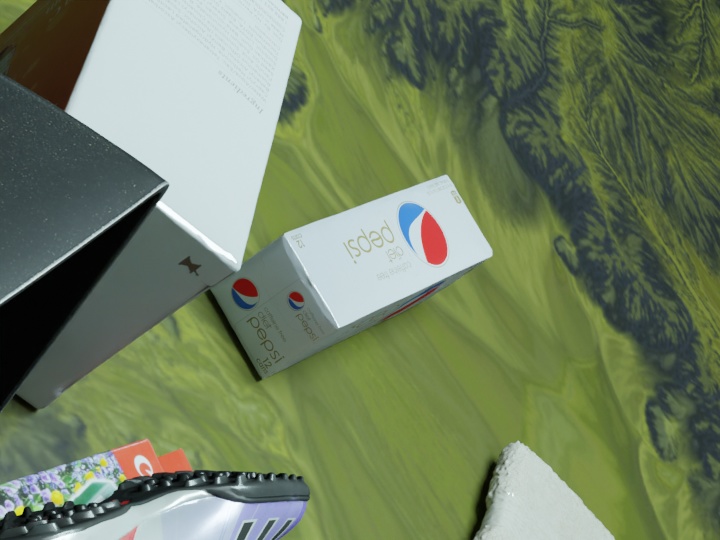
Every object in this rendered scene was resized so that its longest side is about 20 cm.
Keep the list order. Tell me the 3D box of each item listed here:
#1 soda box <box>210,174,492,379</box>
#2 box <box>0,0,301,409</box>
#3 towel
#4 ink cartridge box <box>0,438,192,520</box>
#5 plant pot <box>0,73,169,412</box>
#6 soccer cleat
[{"bbox_3d":[0.000,0.000,1.029,0.064,0.068,0.200,59,33,5],"label":"soda box"},{"bbox_3d":[-0.129,-0.062,0.837,0.106,0.152,0.201,40,36,-25],"label":"box"},{"bbox_3d":[0.142,0.212,1.065,0.200,0.034,0.133,47,32,-13],"label":"towel"},{"bbox_3d":[-0.111,0.140,0.779,0.200,0.050,0.109,-13,73,-55],"label":"ink cartridge box"},{"bbox_3d":[-0.227,0.005,0.633,0.177,0.200,0.200,42,33,3],"label":"plant pot"},{"bbox_3d":[-0.089,0.128,0.727,0.200,0.068,0.074,-6,91,-59],"label":"soccer cleat"}]
